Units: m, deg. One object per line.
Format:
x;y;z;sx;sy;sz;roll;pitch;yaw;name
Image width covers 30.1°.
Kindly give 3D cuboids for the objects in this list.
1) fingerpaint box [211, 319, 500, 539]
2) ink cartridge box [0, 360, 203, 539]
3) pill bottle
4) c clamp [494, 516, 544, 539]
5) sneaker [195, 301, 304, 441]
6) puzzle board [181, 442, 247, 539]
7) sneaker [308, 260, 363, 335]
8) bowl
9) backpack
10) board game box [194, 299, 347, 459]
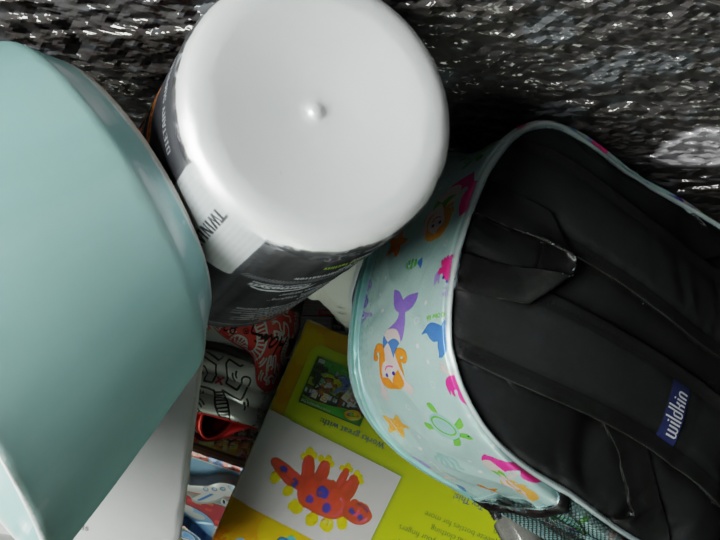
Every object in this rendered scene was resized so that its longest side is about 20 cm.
0.029;0.148;0.780;0.198;0.168;0.073;21;164;8;fingerpaint box
-0.170;0.044;0.717;0.145;0.202;0.147;12;164;-21;ink cartridge box
-0.045;-0.036;0.561;0.105;0.107;0.200;9;164;-17;pill bottle
0.080;0.079;0.737;0.169;0.201;0.027;-22;155;0;c clamp
-0.124;0.046;0.848;0.200;0.109;0.067;5;168;41;sneaker
-0.055;0.189;0.874;0.198;0.017;0.152;19;129;-1;puzzle board
0.000;0.000;0.789;0.070;0.073;0.200;29;168;7;sneaker
-0.129;-0.003;0.501;0.105;0.202;0.201;-33;180;-23;bowl
0.086;0.032;0.638;0.199;0.179;0.150;32;155;-35;backpack
-0.041;0.122;0.968;0.158;0.202;0.097;2;165;12;board game box
